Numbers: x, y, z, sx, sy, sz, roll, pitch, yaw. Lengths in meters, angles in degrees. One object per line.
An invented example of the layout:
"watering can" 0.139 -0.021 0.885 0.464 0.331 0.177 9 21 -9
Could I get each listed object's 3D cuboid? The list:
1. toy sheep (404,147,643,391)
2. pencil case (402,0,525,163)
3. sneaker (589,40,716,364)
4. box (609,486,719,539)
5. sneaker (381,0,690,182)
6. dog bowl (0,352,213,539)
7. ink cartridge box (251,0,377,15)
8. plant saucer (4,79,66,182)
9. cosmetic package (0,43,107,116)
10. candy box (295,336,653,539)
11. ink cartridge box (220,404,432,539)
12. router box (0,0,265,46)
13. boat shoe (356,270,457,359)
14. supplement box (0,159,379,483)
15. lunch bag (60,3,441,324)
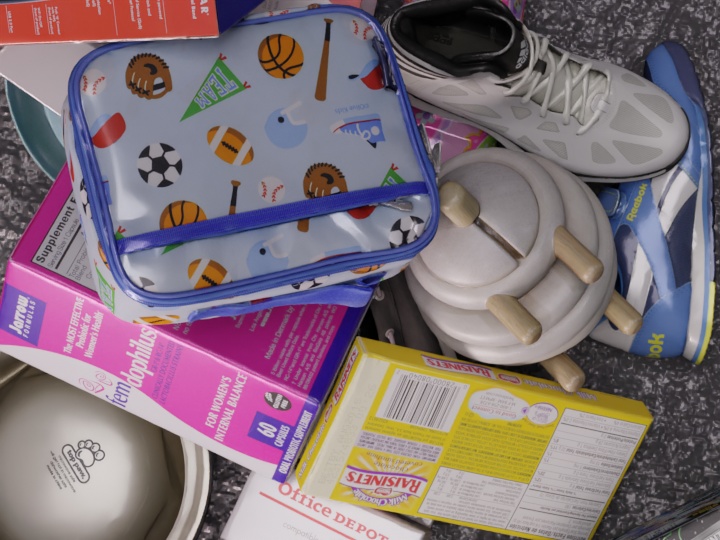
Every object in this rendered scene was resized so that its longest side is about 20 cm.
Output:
"toy sheep" 0.088 -0.007 1.202 0.137 0.200 0.139 -8 64 16
"pencil case" 0.060 -0.128 1.293 0.087 0.087 0.202 11 87 7
"sneaker" 0.179 -0.043 1.276 0.081 0.074 0.202 0 84 8
"box" 0.172 0.169 1.194 0.136 0.200 0.040 -27 83 3
"sneaker" 0.102 -0.104 1.192 0.199 0.115 0.076 18 88 -1
"dog bowl" -0.185 0.126 1.301 0.198 0.074 0.202 -1 84 6
"ink cartridge box" -0.089 -0.190 1.274 0.198 0.068 0.117 19 112 7
"plant saucer" -0.133 -0.133 1.340 0.198 0.027 0.202 0 85 5
"cosmetic package" -0.131 -0.091 1.251 0.199 0.083 0.051 35 99 -18
"candy box" 0.070 0.106 1.233 0.198 0.026 0.103 14 118 -23
"ink cartridge box" -0.033 0.190 1.274 0.115 0.067 0.201 24 88 8
"router box" -0.135 -0.173 1.145 0.178 0.200 0.049 0 110 15
"boat shoe" 0.000 0.000 1.268 0.057 0.067 0.201 -30 103 -18
"supplement box" -0.106 0.025 1.223 0.199 0.101 0.104 26 54 2
"lunch bag" -0.055 -0.053 1.104 0.198 0.076 0.162 -11 76 -18
